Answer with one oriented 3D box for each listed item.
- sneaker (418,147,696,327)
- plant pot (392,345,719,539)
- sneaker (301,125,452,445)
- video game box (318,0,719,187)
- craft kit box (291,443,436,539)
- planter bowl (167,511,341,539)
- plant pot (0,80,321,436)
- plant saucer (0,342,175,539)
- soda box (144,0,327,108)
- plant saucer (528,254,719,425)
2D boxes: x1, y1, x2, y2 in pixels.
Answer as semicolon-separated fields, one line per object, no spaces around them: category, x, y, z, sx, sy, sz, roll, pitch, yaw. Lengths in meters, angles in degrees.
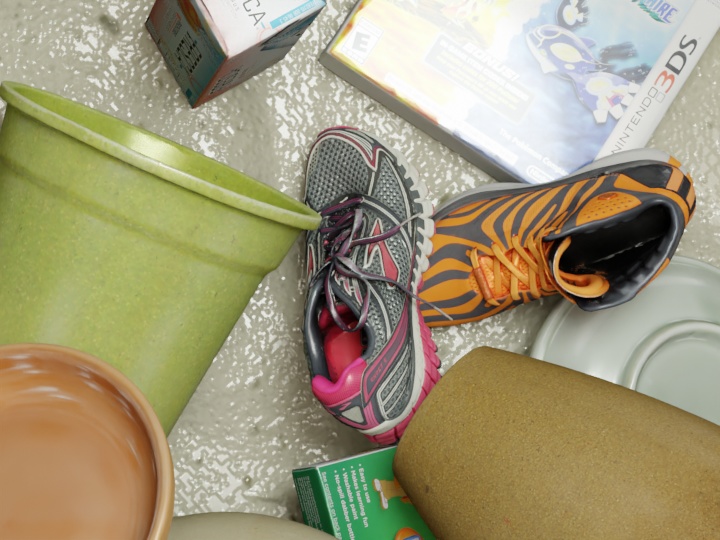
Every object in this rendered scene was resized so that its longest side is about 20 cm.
sneaker;0.101;-0.010;1.731;0.200;0.112;0.078;-25;104;16
plant pot;0.124;0.134;1.658;0.200;0.186;0.186;36;82;17
sneaker;0.000;0.000;1.729;0.081;0.075;0.200;-26;58;27
video game box;0.106;-0.152;1.802;0.200;0.047;0.182;33;81;-5
craft kit box;0.076;0.191;1.751;0.197;0.049;0.200;-14;88;-27
planter bowl;-0.039;0.223;1.624;0.135;0.200;0.200;-11;88;4
plant pot;-0.150;0.013;1.695;0.200;0.200;0.184;24;94;-6
plant saucer;-0.191;0.134;1.579;0.200;0.037;0.200;-8;58;14
soda box;-0.075;-0.148;1.698;0.068;0.200;0.064;-30;91;-10
plant saucer;0.195;0.086;1.769;0.200;0.050;0.200;3;82;-24
